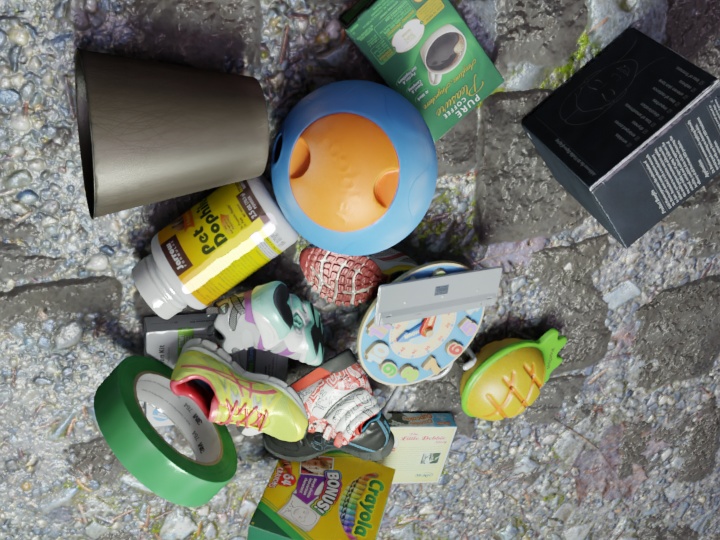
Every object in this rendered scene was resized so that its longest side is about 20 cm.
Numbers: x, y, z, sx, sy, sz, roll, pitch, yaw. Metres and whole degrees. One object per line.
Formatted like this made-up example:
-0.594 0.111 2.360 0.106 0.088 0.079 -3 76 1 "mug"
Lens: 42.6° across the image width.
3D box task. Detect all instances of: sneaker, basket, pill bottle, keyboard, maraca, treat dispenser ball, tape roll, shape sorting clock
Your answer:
-0.160 0.172 1.186 0.197 0.091 0.079 28 124 3 "sneaker"
-0.211 -0.159 1.039 0.196 0.136 0.185 -7 96 -22 "basket"
-0.181 -0.029 1.140 0.198 0.110 0.110 -36 125 4 "pill bottle"
-0.133 0.076 1.203 0.137 0.079 0.200 -11 150 16 "sneaker"
-0.069 0.204 1.260 0.199 0.067 0.109 -33 84 11 "sneaker"
0.104 0.032 1.210 0.196 0.011 0.058 -9 114 -30 "keyboard"
0.234 0.157 1.407 0.197 0.107 0.139 -22 140 -23 "maraca"
-0.007 -0.121 1.090 0.196 0.202 0.205 -9 123 -14 "treat dispenser ball"
0.000 0.000 1.235 0.197 0.082 0.079 14 115 -36 "sneaker"
-0.051 0.225 1.336 0.195 0.074 0.083 -4 136 11 "sneaker"
-0.240 0.198 1.154 0.048 0.201 0.200 -44 124 11 "tape roll"
0.085 0.076 1.252 0.196 0.039 0.204 -13 126 -19 "shape sorting clock"

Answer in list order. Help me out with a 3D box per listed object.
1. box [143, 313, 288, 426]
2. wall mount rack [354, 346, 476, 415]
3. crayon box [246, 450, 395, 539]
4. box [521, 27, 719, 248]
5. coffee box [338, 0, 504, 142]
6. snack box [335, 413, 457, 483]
-0.199 0.134 1.276 0.195 0.041 0.159 -2 120 -17 "box"
0.071 0.117 1.341 0.171 0.075 0.202 -27 124 0 "wall mount rack"
-0.052 0.340 1.321 0.169 0.201 0.059 15 120 7 "crayon box"
0.345 -0.173 1.183 0.195 0.201 0.124 -38 126 7 "box"
0.076 -0.267 1.127 0.123 0.044 0.200 -41 124 8 "coffee box"
0.046 0.280 1.454 0.196 0.037 0.118 4 120 -21 "snack box"
